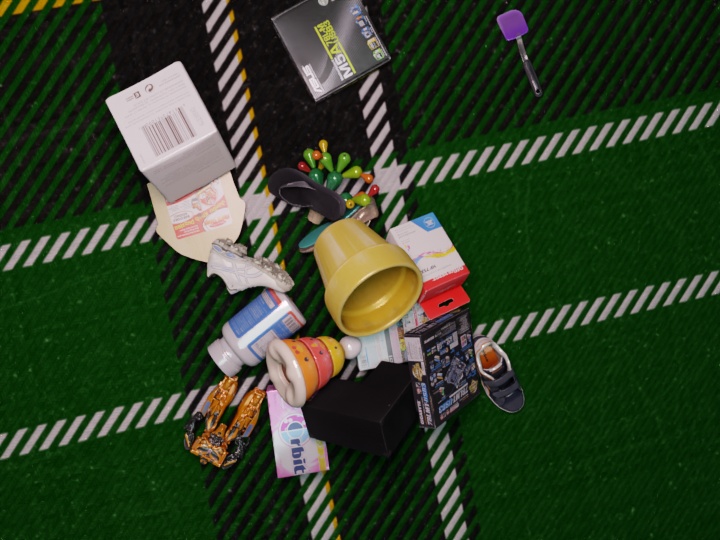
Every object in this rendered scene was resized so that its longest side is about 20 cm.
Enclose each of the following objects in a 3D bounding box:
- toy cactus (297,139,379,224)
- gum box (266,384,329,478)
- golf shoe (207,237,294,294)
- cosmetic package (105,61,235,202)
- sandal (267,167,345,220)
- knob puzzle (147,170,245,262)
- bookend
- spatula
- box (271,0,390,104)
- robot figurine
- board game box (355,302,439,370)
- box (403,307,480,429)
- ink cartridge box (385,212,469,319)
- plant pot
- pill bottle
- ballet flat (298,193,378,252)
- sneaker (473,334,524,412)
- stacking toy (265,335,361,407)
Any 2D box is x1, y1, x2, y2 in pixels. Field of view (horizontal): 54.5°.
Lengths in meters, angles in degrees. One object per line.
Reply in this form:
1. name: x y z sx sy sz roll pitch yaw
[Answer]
1. toy cactus: -0.065 -0.173 1.488 0.199 0.102 0.166 35 112 13
2. gum box: -0.137 0.336 1.523 0.112 0.066 0.203 -8 93 -5
3. golf shoe: -0.232 0.012 1.456 0.198 0.078 0.098 27 100 17
4. cosmetic package: -0.369 -0.268 1.387 0.164 0.200 0.166 -29 80 -6
5. sandal: -0.121 -0.161 1.462 0.199 0.043 0.077 22 126 29
6. knob puzzle: -0.340 -0.113 1.499 0.217 0.030 0.223 0 92 -7
7. bookend: 0.013 0.272 1.465 0.198 0.199 0.093 5 122 32
8. spatula: 0.367 -0.484 1.566 0.056 0.021 0.202 -22 97 8
9. box: -0.063 -0.494 1.506 0.192 0.048 0.202 -29 95 -7
10. robot figurine: -0.295 0.330 1.509 0.144 0.058 0.202 29 89 -6
11. board game box: 0.079 0.125 1.540 0.197 0.064 0.150 -10 94 -4
12. box: 0.178 0.200 1.475 0.199 0.049 0.201 -22 107 -49
13. ink cartridge box: 0.149 -0.011 1.490 0.115 0.067 0.201 -22 70 -21
14. plant pot: 0.000 0.000 1.437 0.199 0.201 0.190 -31 54 -4
15. pill bottle: -0.222 0.130 1.482 0.199 0.112 0.113 -38 96 -4
16. ballet flat: -0.041 -0.084 1.520 0.199 0.068 0.068 -36 120 -2
17. sneaker: 0.308 0.238 1.564 0.078 0.079 0.201 -34 97 -5
18. stacking toy: -0.084 0.181 1.447 0.198 0.146 0.148 -21 95 -30
